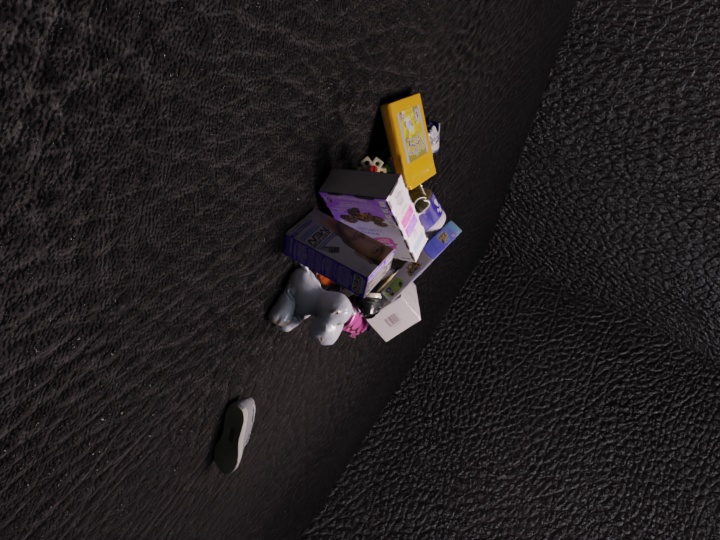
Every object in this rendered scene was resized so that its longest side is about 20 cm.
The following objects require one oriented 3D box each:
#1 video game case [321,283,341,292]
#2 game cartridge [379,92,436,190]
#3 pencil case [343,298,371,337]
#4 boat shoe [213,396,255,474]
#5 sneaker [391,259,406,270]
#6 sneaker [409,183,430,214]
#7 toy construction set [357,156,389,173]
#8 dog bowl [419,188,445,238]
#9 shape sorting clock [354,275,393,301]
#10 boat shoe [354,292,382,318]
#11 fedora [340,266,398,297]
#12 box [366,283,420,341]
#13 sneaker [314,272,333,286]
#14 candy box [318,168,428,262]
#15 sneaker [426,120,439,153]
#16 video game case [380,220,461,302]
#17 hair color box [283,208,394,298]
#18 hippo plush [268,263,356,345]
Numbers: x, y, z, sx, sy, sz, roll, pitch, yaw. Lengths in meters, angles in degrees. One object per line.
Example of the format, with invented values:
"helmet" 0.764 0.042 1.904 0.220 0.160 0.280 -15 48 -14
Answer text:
"video game case" -0.071 0.065 1.651 0.143 0.019 0.201 -46 158 -43
"game cartridge" 0.117 -0.301 1.431 0.176 0.032 0.201 -39 118 -54
"pencil case" -0.030 0.132 1.698 0.094 0.090 0.200 -64 161 -5
"boat shoe" -0.282 0.381 1.418 0.071 0.070 0.202 -26 138 -59
"sneaker" 0.062 -0.044 1.679 0.200 0.078 0.078 -8 -123 55
"sneaker" 0.128 -0.171 1.481 0.067 0.089 0.201 86 23 -45
"toy construction set" 0.047 -0.193 1.357 0.092 0.132 0.200 -20 180 3
"dog bowl" 0.116 -0.128 1.596 0.200 0.199 0.079 -49 118 -37
"shape sorting clock" 0.056 0.018 1.778 0.200 0.039 0.200 -42 -166 13
"boat shoe" 0.022 0.093 1.602 0.199 0.074 0.067 143 -49 -82
"fedora" 0.000 0.000 1.543 0.200 0.092 0.201 -26 180 0
"box" 0.091 0.090 1.770 0.124 0.098 0.200 -35 -158 17
"sneaker" -0.060 -0.026 1.434 0.073 0.077 0.200 -51 162 -37
"candy box" 0.031 -0.115 1.286 0.072 0.167 0.200 -61 143 -26
"sneaker" 0.160 -0.349 1.626 0.200 0.075 0.089 -47 148 -60
"video game case" 0.156 -0.025 1.564 0.181 0.045 0.200 -48 175 38
"hair color box" -0.045 -0.038 1.238 0.109 0.199 0.065 -46 158 -43
"hippo plush" -0.086 0.074 1.360 0.201 0.160 0.159 -65 163 9
